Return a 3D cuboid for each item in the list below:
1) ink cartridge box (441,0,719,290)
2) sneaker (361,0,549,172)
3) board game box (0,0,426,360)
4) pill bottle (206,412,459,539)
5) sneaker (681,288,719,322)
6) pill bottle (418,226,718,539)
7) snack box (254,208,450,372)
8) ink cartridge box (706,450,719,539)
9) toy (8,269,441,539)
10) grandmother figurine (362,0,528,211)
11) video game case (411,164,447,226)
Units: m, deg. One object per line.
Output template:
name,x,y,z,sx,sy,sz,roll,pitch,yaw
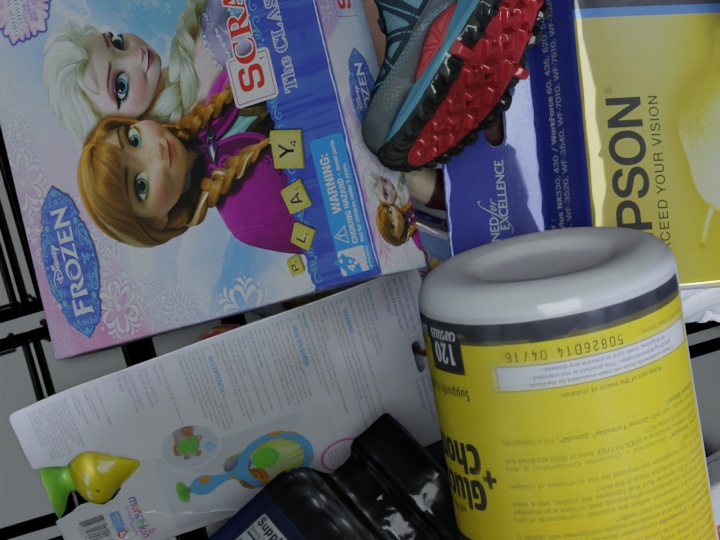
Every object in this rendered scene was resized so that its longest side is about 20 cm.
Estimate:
ink cartridge box,0.134,-0.088,1.134,0.199,0.047,0.199,-4,86,-18
sneaker,0.038,-0.141,1.096,0.095,0.079,0.201,21,85,26
board game box,-0.081,-0.075,1.147,0.199,0.041,0.201,-16,87,35
pill bottle,-0.032,0.165,1.161,0.200,0.112,0.112,-42,91,-5
sneaker,0.208,0.006,1.204,0.199,0.076,0.093,-24,94,-3
pill bottle,0.093,0.090,1.064,0.111,0.112,0.201,-11,102,-4
snack box,0.000,0.000,1.203,0.199,0.024,0.072,20,106,-2
ink cartridge box,0.169,0.205,1.164,0.146,0.086,0.201,-32,90,19
toy,-0.061,0.061,1.183,0.199,0.047,0.116,-22,134,-6
grandmother figurine,0.061,-0.075,1.164,0.121,0.061,0.200,-41,99,5
video game case,0.032,-0.142,1.190,0.200,0.024,0.182,44,104,-4
